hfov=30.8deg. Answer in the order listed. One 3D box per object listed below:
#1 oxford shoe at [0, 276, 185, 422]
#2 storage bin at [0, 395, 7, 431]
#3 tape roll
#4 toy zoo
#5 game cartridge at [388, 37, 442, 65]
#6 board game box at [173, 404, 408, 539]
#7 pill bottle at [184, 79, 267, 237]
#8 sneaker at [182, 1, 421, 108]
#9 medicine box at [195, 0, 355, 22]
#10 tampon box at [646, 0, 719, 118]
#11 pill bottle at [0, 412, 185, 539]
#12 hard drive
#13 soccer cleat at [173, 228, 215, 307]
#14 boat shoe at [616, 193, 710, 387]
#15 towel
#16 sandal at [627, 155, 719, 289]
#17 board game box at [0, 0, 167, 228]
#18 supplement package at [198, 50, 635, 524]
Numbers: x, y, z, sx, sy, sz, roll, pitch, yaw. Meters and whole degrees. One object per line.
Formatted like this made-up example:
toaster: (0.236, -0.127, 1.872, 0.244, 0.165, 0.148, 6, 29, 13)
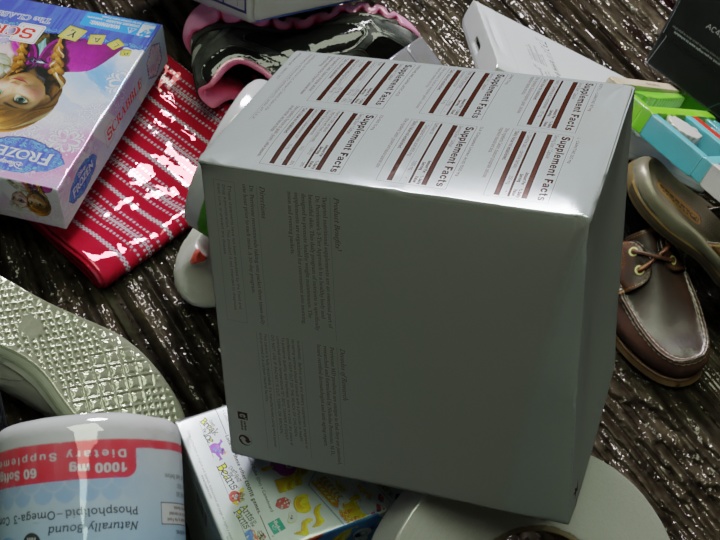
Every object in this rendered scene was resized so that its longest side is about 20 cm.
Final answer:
oxford shoe: (-0.204, 0.068, 0.877, 0.199, 0.058, 0.076, 32, 48, -2)
storage bin: (-0.277, 0.106, 0.742, 0.133, 0.201, 0.095, 0, 54, -7)
tape roll: (0.093, 0.201, 0.758, 0.200, 0.037, 0.206, 1, 87, -18)
toy zoo: (0.281, -0.077, 0.981, 0.130, 0.021, 0.200, -5, 44, -51)
game cartridge: (0.060, -0.062, 0.974, 0.129, 0.038, 0.201, -38, 93, -35)
board game box: (-0.007, 0.131, 0.821, 0.198, 0.104, 0.106, -16, 56, -19)
pill bottle: (-0.008, -0.034, 0.877, 0.198, 0.111, 0.112, 29, 54, 2)
sneaker: (-0.045, -0.162, 1.051, 0.197, 0.080, 0.096, -1, 50, -4)
medicine box: (-0.077, -0.288, 1.068, 0.181, 0.104, 0.199, -20, 36, -36)
tampon box: (0.360, -0.200, 1.070, 0.150, 0.127, 0.199, 40, 39, 21)
pill bottle: (-0.149, 0.187, 0.730, 0.107, 0.109, 0.203, -3, 76, -10)
hard drive: (0.177, -0.138, 1.028, 0.198, 0.027, 0.133, 23, 28, -17)
soccer cleat: (-0.072, -0.051, 0.982, 0.069, 0.077, 0.201, 46, 70, -21)
boat shoe: (0.202, -0.010, 0.978, 0.070, 0.071, 0.201, -15, 58, -19)
towel: (-0.174, -0.083, 1.012, 0.144, 0.023, 0.200, 39, 58, 19)
sandal: (0.280, -0.022, 0.962, 0.199, 0.054, 0.081, 40, 31, -9)
board game box: (-0.276, -0.132, 1.001, 0.197, 0.041, 0.201, 11, 48, 10)
supplement package: (0.037, 0.003, 0.718, 0.197, 0.193, 0.147, 9, 35, 17)
